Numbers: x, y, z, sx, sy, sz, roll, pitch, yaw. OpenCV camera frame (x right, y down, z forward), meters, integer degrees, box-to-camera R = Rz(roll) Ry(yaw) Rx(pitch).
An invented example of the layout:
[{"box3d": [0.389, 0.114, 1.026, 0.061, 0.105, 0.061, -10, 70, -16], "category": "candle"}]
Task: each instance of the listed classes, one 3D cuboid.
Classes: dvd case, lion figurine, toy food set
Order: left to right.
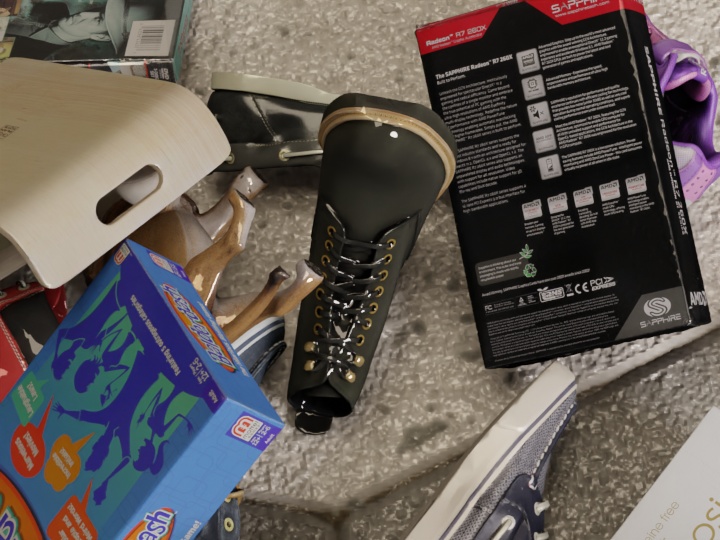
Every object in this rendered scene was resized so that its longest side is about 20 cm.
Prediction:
[{"box3d": [-0.187, -0.051, 1.353, 0.200, 0.061, 0.143, 12, 41, 43], "category": "toy food set"}, {"box3d": [-0.204, -0.158, 1.509, 0.199, 0.022, 0.146, -3, 39, 5], "category": "dvd case"}, {"box3d": [-0.098, 0.000, 1.357, 0.123, 0.072, 0.200, -47, 25, 9], "category": "lion figurine"}]

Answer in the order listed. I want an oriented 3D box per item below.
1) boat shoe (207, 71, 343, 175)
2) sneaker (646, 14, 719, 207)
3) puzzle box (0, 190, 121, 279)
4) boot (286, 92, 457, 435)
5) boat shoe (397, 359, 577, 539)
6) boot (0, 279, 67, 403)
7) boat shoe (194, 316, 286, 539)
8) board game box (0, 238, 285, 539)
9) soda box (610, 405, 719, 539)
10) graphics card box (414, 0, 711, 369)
[{"box3d": [0.004, -0.069, 1.452, 0.199, 0.072, 0.068, 11, 87, 6], "category": "boat shoe"}, {"box3d": [0.163, -0.114, 1.428, 0.080, 0.088, 0.201, 8, 58, -37], "category": "sneaker"}, {"box3d": [-0.210, -0.066, 1.453, 0.200, 0.025, 0.133, -34, 59, -31], "category": "puzzle box"}, {"box3d": [0.000, 0.000, 1.339, 0.077, 0.200, 0.139, 13, 68, 5], "category": "boot"}, {"box3d": [0.078, 0.148, 1.331, 0.093, 0.075, 0.200, 39, 69, 2], "category": "boat shoe"}, {"box3d": [-0.255, 0.022, 1.426, 0.144, 0.072, 0.200, -38, 70, -16], "category": "boot"}, {"box3d": [-0.088, 0.112, 1.365, 0.091, 0.071, 0.200, 39, 71, 8], "category": "boat shoe"}, {"box3d": [-0.140, 0.105, 1.264, 0.200, 0.045, 0.152, -53, 40, 12], "category": "board game box"}, {"box3d": [0.155, 0.173, 1.300, 0.064, 0.068, 0.200, 32, 70, 20], "category": "soda box"}, {"box3d": [0.112, -0.053, 1.366, 0.125, 0.051, 0.201, -14, 83, 21], "category": "graphics card box"}]
